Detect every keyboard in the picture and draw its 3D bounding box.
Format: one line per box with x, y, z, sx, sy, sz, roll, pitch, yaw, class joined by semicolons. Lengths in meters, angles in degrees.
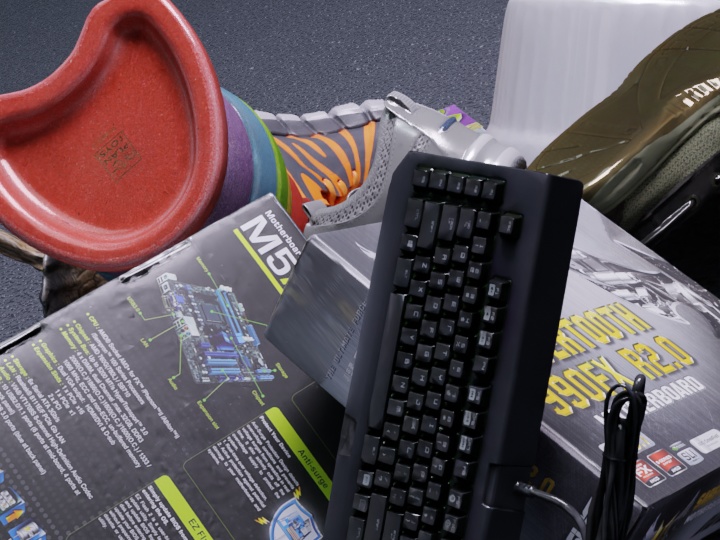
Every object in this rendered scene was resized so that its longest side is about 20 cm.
0.039;0.067;0.567;0.127;0.201;0.021;12;4;40;keyboard

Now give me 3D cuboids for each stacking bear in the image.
-0.083;-0.036;0.857;0.121;0.114;0.200;-40;-18;6;stacking bear

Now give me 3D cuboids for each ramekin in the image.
0.168;-0.105;0.984;0.199;0.098;0.200;2;8;0;ramekin

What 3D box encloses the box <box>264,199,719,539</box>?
0.084;0.038;0.683;0.158;0.048;0.200;40;27;25;box

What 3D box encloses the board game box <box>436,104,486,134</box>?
-0.008;-0.057;1.197;0.199;0.032;0.120;-20;26;-7;board game box

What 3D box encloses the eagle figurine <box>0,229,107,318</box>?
-0.127;0.018;0.980;0.151;0.152;0.200;-2;3;-24;eagle figurine

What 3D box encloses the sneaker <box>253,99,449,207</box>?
-0.016;-0.037;1.022;0.199;0.078;0.112;-4;48;-22;sneaker

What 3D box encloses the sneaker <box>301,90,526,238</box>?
0.000;0.000;0.871;0.200;0.082;0.075;-56;-10;23;sneaker

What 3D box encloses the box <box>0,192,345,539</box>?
-0.056;0.095;0.665;0.193;0.200;0.048;-31;-14;-29;box

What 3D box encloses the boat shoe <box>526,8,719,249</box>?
0.160;-0.066;0.853;0.201;0.066;0.072;-37;32;-24;boat shoe
